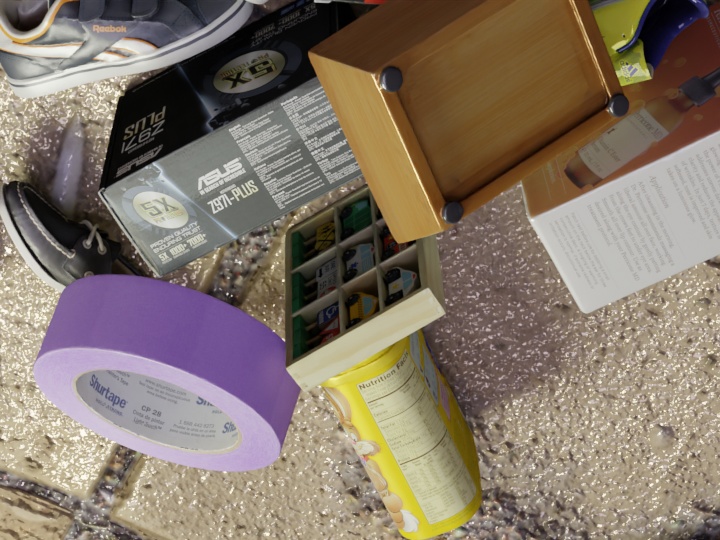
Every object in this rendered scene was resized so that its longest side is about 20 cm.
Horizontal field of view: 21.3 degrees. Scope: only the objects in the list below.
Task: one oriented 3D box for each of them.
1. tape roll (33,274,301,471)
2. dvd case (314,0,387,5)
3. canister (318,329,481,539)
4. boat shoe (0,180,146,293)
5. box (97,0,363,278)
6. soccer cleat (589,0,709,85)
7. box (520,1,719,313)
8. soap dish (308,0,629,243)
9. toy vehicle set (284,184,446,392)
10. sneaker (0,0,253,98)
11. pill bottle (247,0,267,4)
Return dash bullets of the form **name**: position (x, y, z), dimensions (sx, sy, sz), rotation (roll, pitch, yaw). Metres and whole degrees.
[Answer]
- **tape roll**: position (-0.146, 0.081, 1.463), dimensions (0.198, 0.066, 0.201), rotation (14, 154, 7)
- **dvd case**: position (0.072, -0.246, 1.325), dimensions (0.198, 0.022, 0.147), rotation (1, 125, -28)
- **canister**: position (0.025, 0.100, 1.550), dimensions (0.086, 0.149, 0.201), rotation (-21, 120, 10)
- **boat shoe**: position (-0.214, -0.003, 1.529), dimensions (0.060, 0.074, 0.201), rotation (-28, 119, 14)
- **box**: position (-0.083, -0.106, 1.420), dimensions (0.199, 0.164, 0.086), rotation (-26, 118, 14)
- **soccer cleat**: position (0.169, -0.154, 1.413), dimensions (0.200, 0.084, 0.065), rotation (-41, 147, -1)
- **box**: position (0.224, -0.088, 1.437), dimensions (0.199, 0.153, 0.107), rotation (-25, 126, 12)
- **soap dish**: position (0.082, -0.130, 1.313), dimensions (0.199, 0.081, 0.158), rotation (-33, 117, -14)
- **toy vehicle set**: position (0.000, 0.000, 1.462), dimensions (0.124, 0.201, 0.027), rotation (-30, 118, 14)
- **sneaker**: position (-0.182, -0.191, 1.418), dimensions (0.198, 0.079, 0.080), rotation (-16, 125, 10)
- **pill bottle**: position (-0.033, -0.290, 1.343), dimensions (0.114, 0.114, 0.200), rotation (39, 111, -21)
